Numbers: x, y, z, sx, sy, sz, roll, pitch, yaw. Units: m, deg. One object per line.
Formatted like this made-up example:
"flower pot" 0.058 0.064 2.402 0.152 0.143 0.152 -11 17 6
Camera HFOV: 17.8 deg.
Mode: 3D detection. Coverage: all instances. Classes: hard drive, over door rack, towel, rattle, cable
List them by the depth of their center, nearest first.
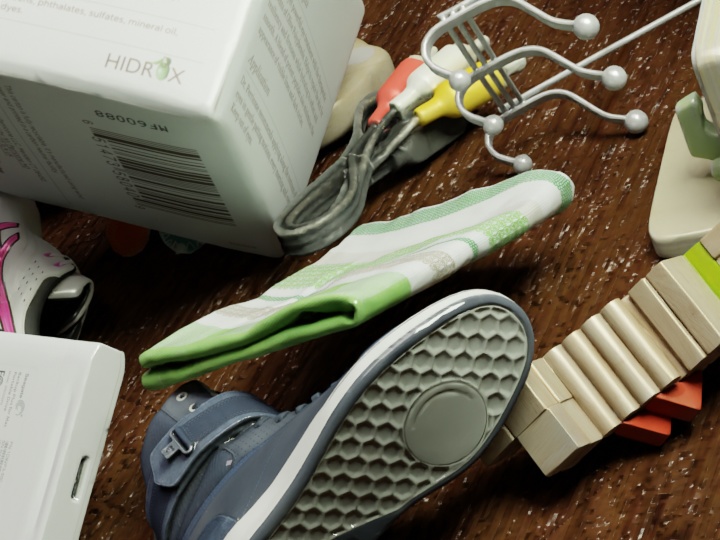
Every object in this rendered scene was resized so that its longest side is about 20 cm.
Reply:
"towel" 0.000 0.000 1.120 0.149 0.031 0.200 -20 5 38
"hard drive" -0.213 0.094 1.172 0.200 0.026 0.132 4 74 41
"over door rack" 0.137 -0.136 1.197 0.200 0.148 0.067 -39 67 3
"cable" 0.004 -0.075 1.293 0.097 0.050 0.200 7 32 42
"rattle" -0.084 -0.116 1.363 0.200 0.143 0.130 -31 49 -22

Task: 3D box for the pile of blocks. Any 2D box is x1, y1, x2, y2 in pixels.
"pile of blocks" 0.143 0.037 1.042 0.200 0.082 0.062 -36 74 -1

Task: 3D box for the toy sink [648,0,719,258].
"toy sink" 0.228 -0.102 1.126 0.200 0.112 0.130 -10 33 24

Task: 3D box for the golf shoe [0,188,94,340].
"golf shoe" -0.190 0.016 1.300 0.092 0.073 0.200 -15 41 9

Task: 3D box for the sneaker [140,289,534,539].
"sneaker" -0.020 0.066 1.045 0.202 0.077 0.146 -47 29 4

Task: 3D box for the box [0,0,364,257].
"box" -0.122 -0.136 1.252 0.200 0.199 0.171 14 72 14
